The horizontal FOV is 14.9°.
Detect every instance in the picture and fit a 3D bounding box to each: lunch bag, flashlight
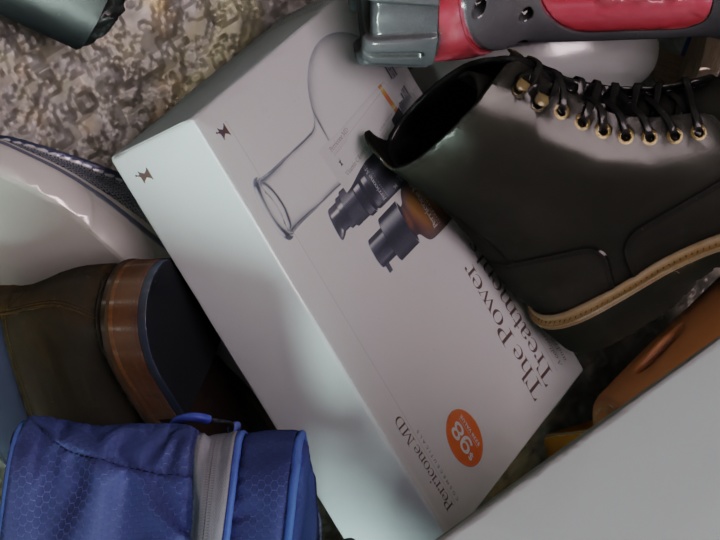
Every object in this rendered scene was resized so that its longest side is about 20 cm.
[{"bbox_3d":[-0.068,0.147,1.032,0.132,0.136,0.201,4,65,4],"label":"lunch bag"},{"bbox_3d":[0.096,-0.119,1.128,0.199,0.068,0.068,-3,117,-5],"label":"flashlight"}]

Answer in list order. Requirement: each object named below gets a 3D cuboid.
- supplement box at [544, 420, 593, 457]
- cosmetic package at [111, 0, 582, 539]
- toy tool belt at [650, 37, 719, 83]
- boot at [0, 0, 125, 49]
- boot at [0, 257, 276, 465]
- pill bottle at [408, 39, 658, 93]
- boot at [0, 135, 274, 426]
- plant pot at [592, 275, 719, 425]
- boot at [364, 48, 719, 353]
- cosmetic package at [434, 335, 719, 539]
[{"bbox_3d":[0.174,0.156,1.271,0.126,0.073,0.201,-13,90,-28],"label":"supplement box"},{"bbox_3d":[0.000,0.000,1.135,0.200,0.052,0.151,59,38,-12],"label":"cosmetic package"},{"bbox_3d":[0.190,-0.103,1.255,0.125,0.200,0.123,12,88,18],"label":"toy tool belt"},{"bbox_3d":[-0.176,-0.127,1.108,0.168,0.076,0.201,24,69,-20],"label":"boot"},{"bbox_3d":[-0.093,0.075,1.150,0.075,0.097,0.200,-61,143,-46],"label":"boot"},{"bbox_3d":[0.072,-0.133,1.220,0.113,0.114,0.201,-6,88,-28],"label":"pill bottle"},{"bbox_3d":[-0.084,-0.017,1.163,0.200,0.073,0.091,34,50,-18],"label":"boot"},{"bbox_3d":[0.191,0.079,1.152,0.140,0.200,0.200,-30,100,-9],"label":"plant pot"},{"bbox_3d":[0.115,-0.063,1.110,0.200,0.078,0.138,-40,122,17],"label":"boot"},{"bbox_3d":[0.112,0.147,0.951,0.166,0.200,0.168,-34,77,-13],"label":"cosmetic package"}]
